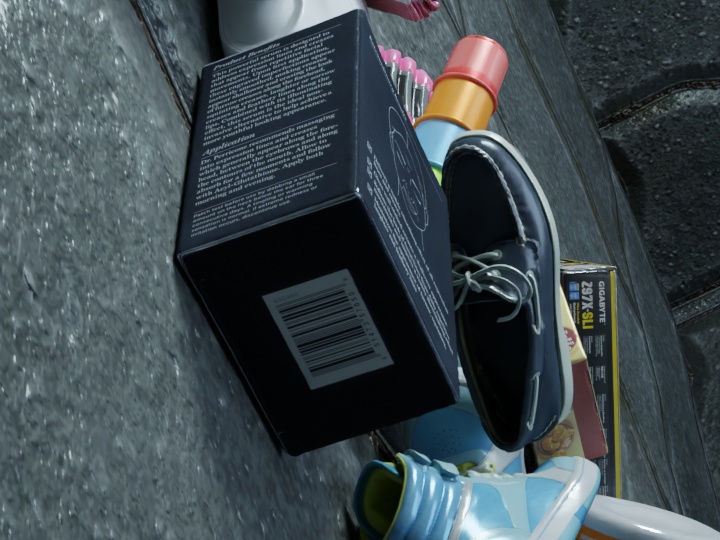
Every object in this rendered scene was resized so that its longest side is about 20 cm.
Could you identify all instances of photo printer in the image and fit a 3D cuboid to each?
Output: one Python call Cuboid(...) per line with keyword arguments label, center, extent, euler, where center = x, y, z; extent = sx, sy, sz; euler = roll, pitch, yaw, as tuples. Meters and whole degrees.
Cuboid(label="photo printer", center=(-0.039, -0.151, 1.316), extent=(0.167, 0.069, 0.201), euler=(60, 17, -45))

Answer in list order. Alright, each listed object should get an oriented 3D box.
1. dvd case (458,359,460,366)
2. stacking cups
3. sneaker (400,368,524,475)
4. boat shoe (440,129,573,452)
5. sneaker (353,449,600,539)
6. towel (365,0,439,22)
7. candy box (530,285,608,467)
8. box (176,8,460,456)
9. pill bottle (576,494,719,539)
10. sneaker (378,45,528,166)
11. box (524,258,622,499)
Cuboid(label="dvd case", center=(0.091, 0.136, 1.593), extent=(0.201, 0.022, 0.146), euler=(-92, 160, -49))
Cuboid(label="stacking cups", center=(0.047, -0.071, 1.341), extent=(0.061, 0.060, 0.201), euler=(60, 41, -43))
Cuboid(label="sneaker", center=(0.081, 0.168, 1.327), extent=(0.131, 0.079, 0.201), euler=(-93, 162, -52))
Cuboid(label="boat shoe", center=(0.083, 0.014, 1.265), extent=(0.062, 0.074, 0.202), euler=(-31, 116, -56))
Cuboid(label="sneaker", center=(0.069, 0.140, 1.229), extent=(0.130, 0.080, 0.200), euler=(30, 22, 8))
Cuboid(label="towel", center=(-0.033, -0.260, 1.388), extent=(0.146, 0.030, 0.200), euler=(25, -24, 43))
Cuboid(label="candy box", center=(0.119, 0.029, 1.441), extent=(0.116, 0.055, 0.201), euler=(70, 4, -49))
Cuboid(label="box", center=(-0.020, -0.025, 1.135), extent=(0.201, 0.106, 0.149), euler=(-89, 157, -55))
Cuboid(label="pill bottle", center=(0.177, 0.267, 1.397), extent=(0.114, 0.113, 0.202), euler=(2, 103, -77))
Cuboid(label="sneaker", center=(0.040, -0.094, 1.583), extent=(0.200, 0.095, 0.079), euler=(39, 44, -23))
Cuboid(label="box", center=(0.159, 0.094, 1.583), extent=(0.160, 0.049, 0.202), euler=(-170, -102, -77))
